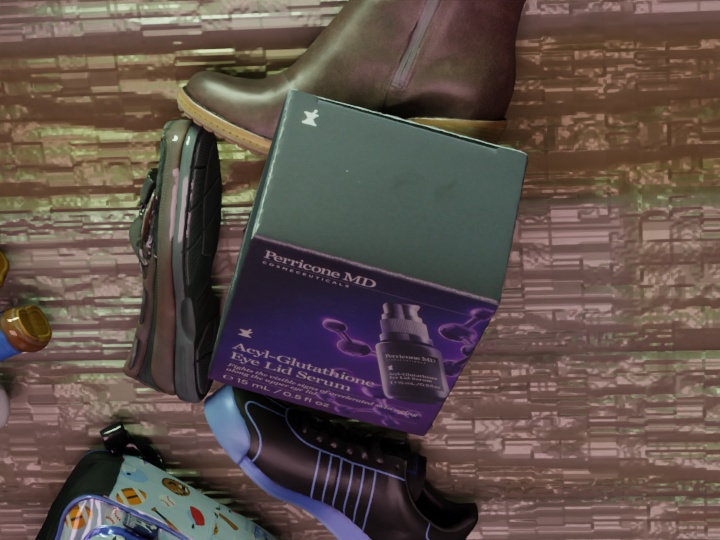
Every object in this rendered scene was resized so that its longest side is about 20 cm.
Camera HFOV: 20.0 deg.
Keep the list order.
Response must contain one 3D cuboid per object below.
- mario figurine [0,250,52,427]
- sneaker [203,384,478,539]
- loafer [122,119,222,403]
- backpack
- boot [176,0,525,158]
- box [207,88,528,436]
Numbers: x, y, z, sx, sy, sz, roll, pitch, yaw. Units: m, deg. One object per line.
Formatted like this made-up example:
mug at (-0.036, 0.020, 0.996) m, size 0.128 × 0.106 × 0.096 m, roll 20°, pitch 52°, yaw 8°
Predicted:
mario figurine at (-0.307, 0.058, 1.374) m, size 0.200 × 0.124 × 0.106 m, roll -30°, pitch 151°, yaw 12°
sneaker at (-0.010, 0.129, 1.360) m, size 0.200 × 0.070 × 0.078 m, roll 40°, pitch 110°, yaw -18°
loafer at (-0.127, -0.005, 1.310) m, size 0.063 × 0.072 × 0.200 m, roll 10°, pitch 120°, yaw 13°
backpack at (-0.135, 0.236, 1.387) m, size 0.190 × 0.154 × 0.200 m, roll 22°, pitch 114°, yaw -15°
boot at (0.000, -0.142, 1.239) m, size 0.200 × 0.072 × 0.167 m, roll 16°, pitch 103°, yaw 4°
box at (0.000, 0.000, 1.219) m, size 0.148 × 0.104 × 0.200 m, roll 15°, pitch 151°, yaw -3°
